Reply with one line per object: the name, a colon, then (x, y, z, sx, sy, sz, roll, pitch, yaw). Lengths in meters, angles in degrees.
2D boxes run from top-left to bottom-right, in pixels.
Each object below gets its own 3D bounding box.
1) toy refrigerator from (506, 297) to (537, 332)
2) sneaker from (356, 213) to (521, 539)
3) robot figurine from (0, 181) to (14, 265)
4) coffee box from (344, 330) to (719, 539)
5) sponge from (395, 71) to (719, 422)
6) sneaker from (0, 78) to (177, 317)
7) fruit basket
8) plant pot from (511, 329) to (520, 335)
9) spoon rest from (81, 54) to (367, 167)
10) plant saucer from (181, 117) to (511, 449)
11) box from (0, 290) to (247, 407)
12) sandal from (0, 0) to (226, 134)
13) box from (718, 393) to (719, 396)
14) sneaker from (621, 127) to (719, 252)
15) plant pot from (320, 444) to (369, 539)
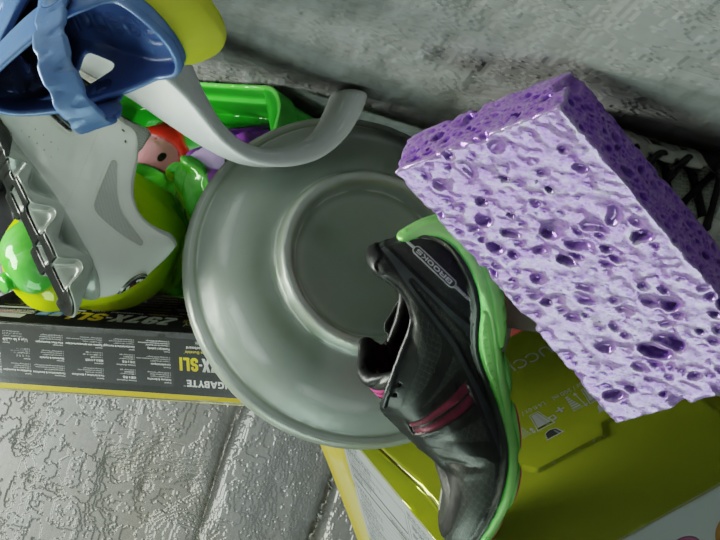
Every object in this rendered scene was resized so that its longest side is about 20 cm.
toy refrigerator: (0.158, -0.005, 1.219, 0.200, 0.070, 0.076, 9, -148, 28)
sneaker: (0.041, 0.062, 1.221, 0.084, 0.200, 0.077, -10, -160, -4)
robot figurine: (-0.235, -0.061, 1.682, 0.200, 0.150, 0.125, 10, 130, 46)
coffee box: (0.133, 0.170, 1.370, 0.200, 0.200, 0.198, 47, 158, 49)
sponge: (0.119, -0.007, 1.117, 0.112, 0.030, 0.200, -19, 125, 41)
sneaker: (-0.171, -0.081, 1.272, 0.088, 0.200, 0.074, -26, -176, -18)
fruit basket: (-0.131, -0.044, 1.372, 0.216, 0.156, 0.216, 10, 179, 0)
plant pot: (0.117, 0.075, 1.749, 0.177, 0.200, 0.200, 0, 167, 29)
spoon rest: (-0.096, -0.101, 1.222, 0.200, 0.061, 0.099, 17, 174, -22)
plant saucer: (0.000, 0.000, 1.269, 0.200, 0.200, 0.050, 17, 158, -11)
box: (-0.133, 0.039, 1.402, 0.200, 0.049, 0.160, 3, -166, 18)
sandal: (-0.161, -0.111, 1.097, 0.200, 0.087, 0.079, 4, 137, 47)
box: (0.227, 0.040, 1.388, 0.110, 0.035, 0.200, 27, -167, -11)
sneaker: (0.135, -0.038, 1.138, 0.200, 0.076, 0.088, 7, 163, 27)
plant pot: (0.067, 0.148, 1.584, 0.189, 0.201, 0.201, 57, 156, -21)
